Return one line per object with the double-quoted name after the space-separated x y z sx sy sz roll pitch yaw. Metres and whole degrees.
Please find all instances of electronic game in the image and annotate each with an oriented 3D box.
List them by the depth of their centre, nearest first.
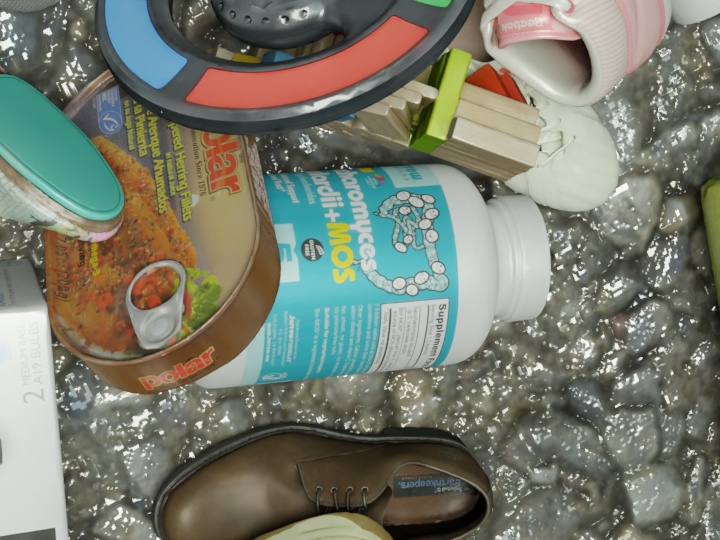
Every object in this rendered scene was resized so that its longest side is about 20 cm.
-0.037 -0.145 0.717 0.198 0.201 0.042 -28 142 -10 "electronic game"

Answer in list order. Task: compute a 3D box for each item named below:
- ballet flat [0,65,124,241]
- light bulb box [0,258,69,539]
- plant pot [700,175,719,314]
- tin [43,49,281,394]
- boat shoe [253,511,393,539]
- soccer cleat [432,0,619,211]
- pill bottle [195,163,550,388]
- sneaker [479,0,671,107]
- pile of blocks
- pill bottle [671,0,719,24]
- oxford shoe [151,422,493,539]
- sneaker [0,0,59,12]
-0.196 -0.077 0.684 0.200 0.069 0.071 46 117 -1 "ballet flat"
-0.251 0.110 0.720 0.197 0.125 0.201 -7 101 -16 "light bulb box"
0.285 0.018 0.840 0.198 0.200 0.187 -19 92 -12 "plant pot"
-0.098 -0.029 0.703 0.111 0.202 0.042 -25 138 13 "tin"
-0.071 0.193 0.777 0.199 0.065 0.073 -30 115 22 "boat shoe"
0.080 -0.105 0.805 0.069 0.078 0.200 -45 108 -5 "soccer cleat"
0.000 0.000 0.782 0.197 0.111 0.113 -5 100 -16 "pill bottle"
0.093 -0.175 0.726 0.105 0.075 0.202 -50 123 -37 "sneaker"
0.006 -0.104 0.751 0.197 0.082 0.063 16 84 16 "pile of blocks"
0.154 -0.240 0.787 0.112 0.112 0.201 -41 107 -6 "pill bottle"
-0.018 0.129 0.812 0.197 0.084 0.074 -7 103 -13 "oxford shoe"
-0.190 -0.226 0.710 0.074 0.082 0.202 -7 124 23 "sneaker"
